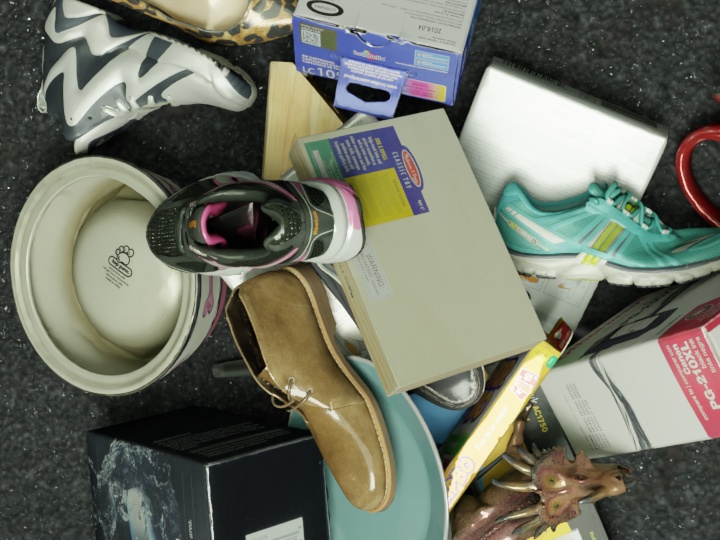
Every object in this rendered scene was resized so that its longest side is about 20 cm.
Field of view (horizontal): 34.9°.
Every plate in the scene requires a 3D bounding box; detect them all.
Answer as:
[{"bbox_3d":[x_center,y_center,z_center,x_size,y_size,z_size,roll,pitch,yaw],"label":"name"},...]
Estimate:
[{"bbox_3d":[0.007,0.165,0.888,0.199,0.025,0.202,9,102,50],"label":"plate"}]

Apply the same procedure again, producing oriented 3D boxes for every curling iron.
[{"bbox_3d":[-0.037,0.071,1.017,0.198,0.026,0.050,-14,73,13],"label":"curling iron"}]

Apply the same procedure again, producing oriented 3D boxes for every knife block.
[{"bbox_3d":[-0.061,-0.053,0.982,0.175,0.064,0.200,-40,94,8],"label":"knife block"}]

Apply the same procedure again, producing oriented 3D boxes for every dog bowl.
[{"bbox_3d":[-0.201,0.002,0.980,0.199,0.074,0.202,3,96,27],"label":"dog bowl"}]

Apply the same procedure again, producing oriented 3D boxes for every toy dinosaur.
[{"bbox_3d":[0.115,0.190,0.892,0.086,0.136,0.200,39,106,-1],"label":"toy dinosaur"}]

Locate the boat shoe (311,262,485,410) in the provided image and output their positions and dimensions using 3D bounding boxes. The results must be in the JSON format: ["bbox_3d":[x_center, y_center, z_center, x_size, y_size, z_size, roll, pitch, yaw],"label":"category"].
[{"bbox_3d":[0.026,0.036,0.885,0.072,0.063,0.200,-38,99,7],"label":"boat shoe"}]

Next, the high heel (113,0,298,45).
[{"bbox_3d":[-0.142,-0.230,0.937,0.198,0.143,0.072,16,98,5],"label":"high heel"}]

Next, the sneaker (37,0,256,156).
[{"bbox_3d":[-0.194,-0.143,0.986,0.198,0.079,0.130,22,100,5],"label":"sneaker"}]

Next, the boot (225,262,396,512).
[{"bbox_3d":[-0.040,0.094,0.856,0.074,0.075,0.201,-38,73,43],"label":"boot"}]

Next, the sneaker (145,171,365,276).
[{"bbox_3d":[-0.096,-0.037,0.822,0.199,0.086,0.081,-8,87,42],"label":"sneaker"}]

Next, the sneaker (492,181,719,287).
[{"bbox_3d":[0.203,-0.031,0.913,0.198,0.078,0.080,5,102,11],"label":"sneaker"}]

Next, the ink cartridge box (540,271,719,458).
[{"bbox_3d":[0.251,0.065,0.870,0.144,0.200,0.085,-29,90,-30],"label":"ink cartridge box"}]

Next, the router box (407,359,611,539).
[{"bbox_3d":[0.115,0.182,0.992,0.148,0.051,0.201,-23,91,9],"label":"router box"}]

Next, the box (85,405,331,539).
[{"bbox_3d":[-0.125,0.229,0.948,0.199,0.117,0.199,2,98,50],"label":"box"}]

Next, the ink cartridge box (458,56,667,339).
[{"bbox_3d":[0.148,-0.059,0.978,0.159,0.047,0.201,23,115,4],"label":"ink cartridge box"}]

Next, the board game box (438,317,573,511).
[{"bbox_3d":[0.101,0.120,0.914,0.030,0.096,0.201,37,96,0],"label":"board game box"}]

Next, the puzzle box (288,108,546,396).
[{"bbox_3d":[0.042,-0.019,0.846,0.132,0.025,0.201,-14,73,-26],"label":"puzzle box"}]

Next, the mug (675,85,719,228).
[{"bbox_3d":[0.368,-0.074,0.917,0.133,0.177,0.201,-29,97,-27],"label":"mug"}]

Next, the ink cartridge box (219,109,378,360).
[{"bbox_3d":[0.000,0.000,0.932,0.176,0.045,0.200,-39,99,7],"label":"ink cartridge box"}]

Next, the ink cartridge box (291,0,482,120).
[{"bbox_3d":[0.028,-0.218,0.906,0.135,0.076,0.201,14,64,6],"label":"ink cartridge box"}]
